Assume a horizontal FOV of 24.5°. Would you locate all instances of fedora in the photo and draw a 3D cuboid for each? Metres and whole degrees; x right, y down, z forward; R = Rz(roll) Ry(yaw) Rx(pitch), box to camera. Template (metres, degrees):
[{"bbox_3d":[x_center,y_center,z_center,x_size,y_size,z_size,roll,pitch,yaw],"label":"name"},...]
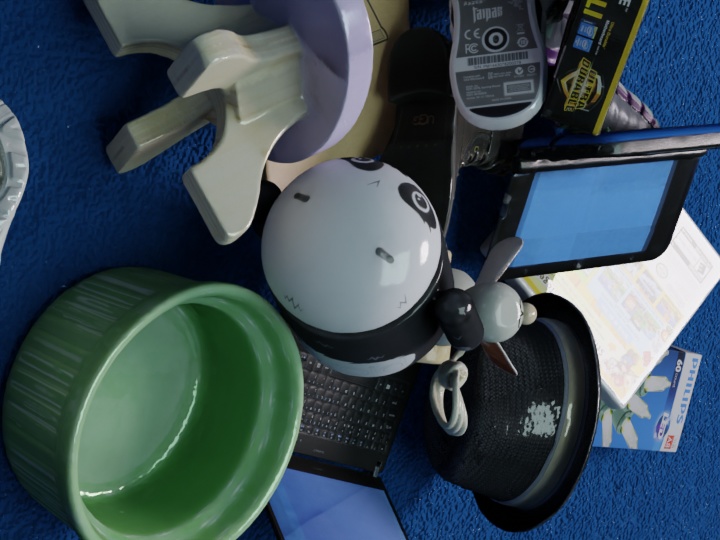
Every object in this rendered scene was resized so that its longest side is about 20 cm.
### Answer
[{"bbox_3d":[0.113,0.112,1.362,0.091,0.200,0.201,11,97,-28],"label":"fedora"}]

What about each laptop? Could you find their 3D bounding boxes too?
[{"bbox_3d":[0.004,0.135,1.284,0.177,0.103,0.201,22,88,-50],"label":"laptop"}]

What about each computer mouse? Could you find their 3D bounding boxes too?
[{"bbox_3d":[0.097,-0.190,1.204,0.044,0.109,0.201,54,33,-70],"label":"computer mouse"}]

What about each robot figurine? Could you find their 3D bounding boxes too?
[{"bbox_3d":[0.002,-0.001,1.131,0.200,0.150,0.125,67,15,-70],"label":"robot figurine"}]

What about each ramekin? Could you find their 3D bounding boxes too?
[{"bbox_3d":[-0.142,0.094,1.111,0.200,0.098,0.201,-20,118,-42],"label":"ramekin"}]

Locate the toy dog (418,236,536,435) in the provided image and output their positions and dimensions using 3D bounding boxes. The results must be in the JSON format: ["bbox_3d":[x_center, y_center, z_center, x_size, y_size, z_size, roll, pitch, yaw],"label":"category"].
[{"bbox_3d":[0.089,0.033,1.263,0.096,0.200,0.132,1,112,-19],"label":"toy dog"}]

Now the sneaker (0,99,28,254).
[{"bbox_3d":[-0.248,-0.007,0.984,0.078,0.099,0.201,13,73,-14],"label":"sneaker"}]

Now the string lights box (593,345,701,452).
[{"bbox_3d":[0.237,0.112,1.563,0.200,0.059,0.103,10,96,-49],"label":"string lights box"}]

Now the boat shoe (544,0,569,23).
[{"bbox_3d":[0.142,-0.226,1.300,0.200,0.072,0.071,-55,141,-37],"label":"boat shoe"}]

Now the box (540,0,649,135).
[{"bbox_3d":[0.186,-0.212,1.202,0.200,0.049,0.160,-67,176,-58],"label":"box"}]

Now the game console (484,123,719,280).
[{"bbox_3d":[0.221,-0.055,1.334,0.199,0.171,0.119,-8,96,-30],"label":"game console"}]

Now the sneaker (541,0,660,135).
[{"bbox_3d":[0.185,-0.127,1.379,0.200,0.074,0.088,51,45,-26],"label":"sneaker"}]

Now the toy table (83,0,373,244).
[{"bbox_3d":[-0.084,-0.117,1.041,0.117,0.184,0.200,-27,164,-29],"label":"toy table"}]

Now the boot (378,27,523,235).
[{"bbox_3d":[0.080,-0.092,1.284,0.174,0.069,0.201,6,92,-62],"label":"boot"}]

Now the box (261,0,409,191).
[{"bbox_3d":[-0.024,-0.167,1.196,0.163,0.021,0.201,-27,123,-41],"label":"box"}]

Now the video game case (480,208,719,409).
[{"bbox_3d":[0.219,-0.011,1.466,0.200,0.023,0.182,50,66,-19],"label":"video game case"}]
